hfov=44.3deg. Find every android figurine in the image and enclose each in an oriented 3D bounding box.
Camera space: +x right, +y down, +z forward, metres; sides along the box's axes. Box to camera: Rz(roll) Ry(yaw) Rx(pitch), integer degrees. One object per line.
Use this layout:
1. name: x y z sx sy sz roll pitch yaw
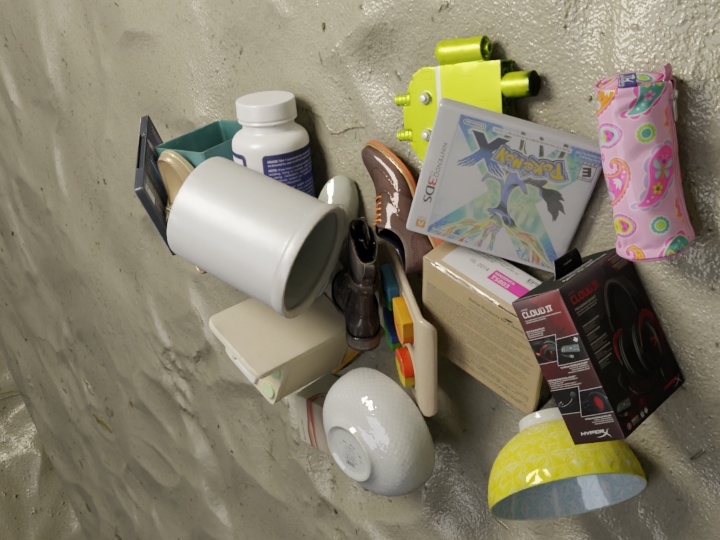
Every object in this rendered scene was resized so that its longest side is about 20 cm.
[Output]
1. android figurine: 0.126 -0.193 1.087 0.199 0.041 0.183 6 105 37

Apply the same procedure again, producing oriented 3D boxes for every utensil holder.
1. utensil holder: -0.147 -0.051 1.247 0.199 0.170 0.171 26 130 15

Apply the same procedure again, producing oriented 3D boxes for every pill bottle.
1. pill bottle: -0.134 -0.166 1.358 0.119 0.119 0.201 19 124 41

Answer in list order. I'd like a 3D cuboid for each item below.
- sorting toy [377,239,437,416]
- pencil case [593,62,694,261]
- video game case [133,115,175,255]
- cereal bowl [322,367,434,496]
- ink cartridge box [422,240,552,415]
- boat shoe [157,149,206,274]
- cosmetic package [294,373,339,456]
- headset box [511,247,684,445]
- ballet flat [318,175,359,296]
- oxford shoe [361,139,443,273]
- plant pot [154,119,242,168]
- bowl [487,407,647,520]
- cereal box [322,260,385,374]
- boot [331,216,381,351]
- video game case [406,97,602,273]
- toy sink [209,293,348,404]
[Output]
1. sorting toy: 0.059 0.083 1.260 0.200 0.036 0.186 -116 16 -47
2. pencil case: 0.299 -0.112 0.929 0.087 0.087 0.201 5 112 47
3. video game case: -0.328 -0.141 1.445 0.201 0.019 0.143 -102 -7 -47
4. cereal bowl: 0.012 0.249 1.305 0.200 0.083 0.201 29 132 37
5. ink cartridge box: 0.175 0.069 1.153 0.200 0.075 0.165 35 144 31
6. boat shoe: -0.270 -0.091 1.385 0.072 0.065 0.201 2 122 49
7. cosmetic package: -0.010 0.260 1.477 0.199 0.087 0.104 16 122 43
8. headset box: 0.270 0.074 1.011 0.075 0.148 0.201 -22 93 50
9. ballet flat: -0.047 -0.044 1.340 0.069 0.069 0.201 36 119 30
10. oxford shoe: 0.044 -0.089 1.217 0.201 0.072 0.071 60 167 15
11. plant pot: -0.222 -0.130 1.467 0.141 0.141 0.201 13 124 44
12. bowl: 0.251 0.239 1.125 0.200 0.199 0.108 -49 42 49
13. cereal box: -0.055 0.054 1.454 0.200 0.039 0.144 57 140 10
14. boot: 0.000 0.000 1.282 0.200 0.069 0.175 -110 17 -55
15. video game case: 0.169 -0.097 1.053 0.199 0.022 0.183 16 129 4
16. toy sink: -0.131 0.117 1.382 0.130 0.200 0.112 43 136 23
